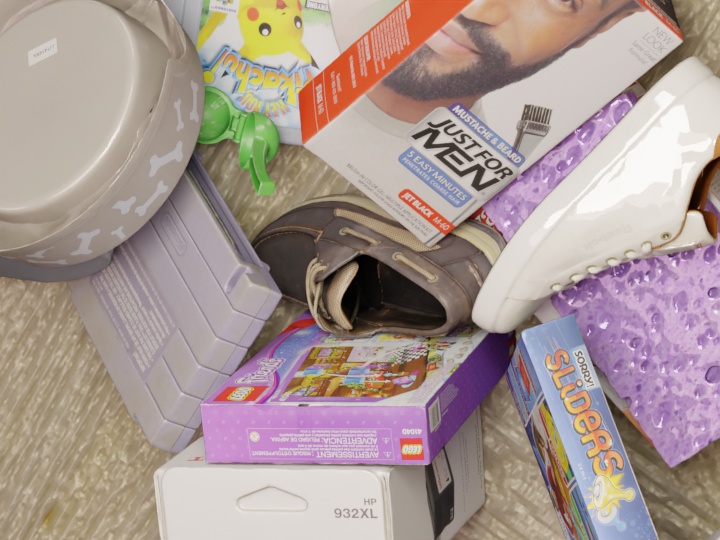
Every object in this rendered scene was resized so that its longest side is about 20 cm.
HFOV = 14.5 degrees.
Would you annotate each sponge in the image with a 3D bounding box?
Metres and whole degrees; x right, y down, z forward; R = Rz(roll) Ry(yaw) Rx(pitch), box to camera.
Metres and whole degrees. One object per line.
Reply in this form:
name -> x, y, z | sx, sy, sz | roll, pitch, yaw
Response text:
sponge -> 0.170, 0.005, 1.652 | 0.112, 0.030, 0.200 | -36, 87, 20

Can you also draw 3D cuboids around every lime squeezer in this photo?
lime squeezer -> -0.096, -0.085, 1.733 | 0.200, 0.071, 0.038 | 34, 131, 41

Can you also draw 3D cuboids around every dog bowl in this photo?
dog bowl -> -0.180, -0.093, 1.711 | 0.200, 0.059, 0.200 | -16, 59, 28

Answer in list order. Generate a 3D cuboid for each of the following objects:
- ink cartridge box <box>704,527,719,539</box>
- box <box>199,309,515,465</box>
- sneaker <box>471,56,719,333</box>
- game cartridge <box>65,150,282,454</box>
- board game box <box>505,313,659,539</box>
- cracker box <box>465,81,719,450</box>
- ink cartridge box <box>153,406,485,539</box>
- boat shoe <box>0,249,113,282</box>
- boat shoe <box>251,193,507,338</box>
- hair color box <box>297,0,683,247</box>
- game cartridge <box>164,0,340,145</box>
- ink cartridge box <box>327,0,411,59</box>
ink cartridge box -> 0.307, 0.170, 1.670 | 0.200, 0.085, 0.146 | -42, 86, 19
box -> 0.003, 0.067, 1.689 | 0.137, 0.200, 0.039 | 0, 106, 19
sneaker -> 0.148, -0.022, 1.599 | 0.085, 0.073, 0.200 | 45, 108, 9
game cartridge -> -0.120, 0.008, 1.745 | 0.130, 0.038, 0.200 | -61, 35, 22
board game box -> 0.137, 0.135, 1.648 | 0.034, 0.135, 0.200 | -19, 79, -5
cracker box -> 0.167, -0.009, 1.697 | 0.134, 0.058, 0.200 | -44, 84, 20
ink cartridge box -> -0.020, 0.132, 1.708 | 0.145, 0.200, 0.084 | -1, 102, 18
boat shoe -> -0.237, -0.042, 1.815 | 0.202, 0.075, 0.086 | -2, 66, 35
boat shoe -> 0.000, 0.000, 1.716 | 0.200, 0.073, 0.075 | 2, 115, 42
hair color box -> 0.072, -0.117, 1.625 | 0.200, 0.064, 0.111 | -40, 120, 21
game cartridge -> -0.051, -0.147, 1.756 | 0.200, 0.040, 0.133 | 12, 107, 16
ink cartridge box -> 0.054, -0.187, 1.631 | 0.161, 0.050, 0.200 | -14, 136, 5
